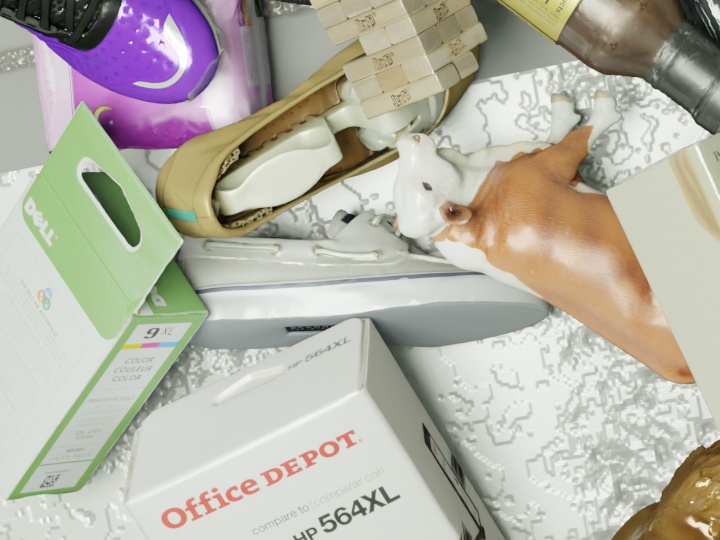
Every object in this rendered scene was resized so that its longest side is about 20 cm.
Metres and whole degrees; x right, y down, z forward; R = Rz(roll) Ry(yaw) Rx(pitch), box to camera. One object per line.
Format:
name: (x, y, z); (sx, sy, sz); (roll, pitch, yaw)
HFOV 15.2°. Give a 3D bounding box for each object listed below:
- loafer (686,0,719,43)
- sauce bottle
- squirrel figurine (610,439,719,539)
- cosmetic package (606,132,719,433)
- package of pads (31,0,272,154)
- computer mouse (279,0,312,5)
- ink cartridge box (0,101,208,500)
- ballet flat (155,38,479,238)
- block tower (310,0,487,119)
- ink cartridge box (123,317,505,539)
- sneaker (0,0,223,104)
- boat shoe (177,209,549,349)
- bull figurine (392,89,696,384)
loafer: (0.205, -0.113, 1.378); (0.070, 0.068, 0.201); (-15, 100, 40)
sauce bottle: (0.111, -0.142, 1.348); (0.200, 0.065, 0.065); (38, 103, 7)
squirrel figurine: (0.217, 0.187, 1.376); (0.186, 0.142, 0.200); (33, 105, -1)
cosmetic package: (0.213, 0.025, 1.306); (0.071, 0.105, 0.201); (-29, 86, 50)
package of pads: (-0.118, -0.163, 1.427); (0.120, 0.076, 0.201); (-5, 96, 15)
computer mouse: (-0.029, -0.186, 1.386); (0.199, 0.053, 0.139); (11, 78, -25)
ink cartridge box: (-0.146, 0.017, 1.414); (0.104, 0.059, 0.200); (54, 126, 27)
ballet flat: (-0.010, -0.069, 1.381); (0.200, 0.063, 0.069); (-32, 113, -16)
block tower: (-0.008, -0.179, 1.328); (0.058, 0.054, 0.201); (-18, 100, 40)
ink cartridge box: (-0.012, 0.147, 1.409); (0.146, 0.084, 0.200); (-26, 113, 14)
sneaker: (-0.165, -0.146, 1.348); (0.200, 0.099, 0.070); (37, 108, 9)
boat shoe: (0.000, 0.000, 1.429); (0.199, 0.071, 0.070); (-3, 70, 4)
bull figurine: (0.112, -0.025, 1.381); (0.200, 0.065, 0.122); (35, 72, 1)
